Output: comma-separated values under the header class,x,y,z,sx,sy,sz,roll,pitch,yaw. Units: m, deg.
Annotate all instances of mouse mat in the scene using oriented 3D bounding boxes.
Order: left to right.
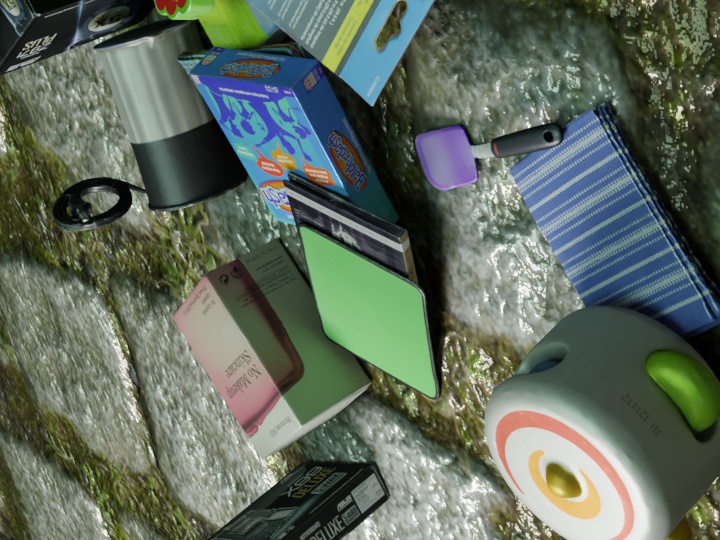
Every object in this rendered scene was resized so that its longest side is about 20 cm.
class,x,y,z,sx,sy,sz,roll,pitch,yaw
mouse mat,0.010,0.044,1.422,0.160,0.008,0.201,29,152,27

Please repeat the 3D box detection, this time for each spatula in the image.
class,x,y,z,sx,sy,sz,roll,pitch,yaw
spatula,0.112,-0.105,1.217,0.200,0.020,0.057,-4,105,61

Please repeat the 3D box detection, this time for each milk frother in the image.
class,x,y,z,sx,sy,sz,roll,pitch,yaw
milk frother,-0.253,-0.156,1.520,0.180,0.199,0.189,8,120,56

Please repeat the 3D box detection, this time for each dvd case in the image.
class,x,y,z,sx,sy,sz,roll,pitch,yaw
dvd case,0.000,0.000,1.394,0.148,0.016,0.201,28,151,30

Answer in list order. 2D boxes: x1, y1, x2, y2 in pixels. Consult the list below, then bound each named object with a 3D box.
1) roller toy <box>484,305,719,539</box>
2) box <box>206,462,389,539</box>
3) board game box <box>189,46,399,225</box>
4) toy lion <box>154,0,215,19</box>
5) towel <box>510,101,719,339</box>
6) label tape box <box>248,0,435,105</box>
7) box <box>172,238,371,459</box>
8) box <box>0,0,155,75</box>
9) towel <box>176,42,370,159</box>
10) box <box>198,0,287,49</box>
class,x,y,z,sx,sy,sz,roll,pitch,yaw
roller toy,0.201,0.138,1.154,0.182,0.140,0.201,26,142,35
box,-0.085,0.299,1.621,0.157,0.200,0.050,-9,113,55
board game box,-0.064,-0.121,1.366,0.151,0.045,0.201,14,145,44
toy lion,-0.160,-0.342,1.323,0.200,0.068,0.193,-20,76,58
towel,0.211,-0.026,1.157,0.201,0.024,0.145,60,149,5
label tape box,-0.016,-0.263,1.205,0.200,0.063,0.145,42,124,12
box,-0.103,0.089,1.575,0.201,0.109,0.128,56,146,8
box,-0.303,-0.301,1.480,0.164,0.199,0.087,-28,91,56
towel,-0.089,-0.164,1.407,0.199,0.022,0.147,7,139,47
box,-0.102,-0.286,1.358,0.123,0.048,0.200,61,147,0
